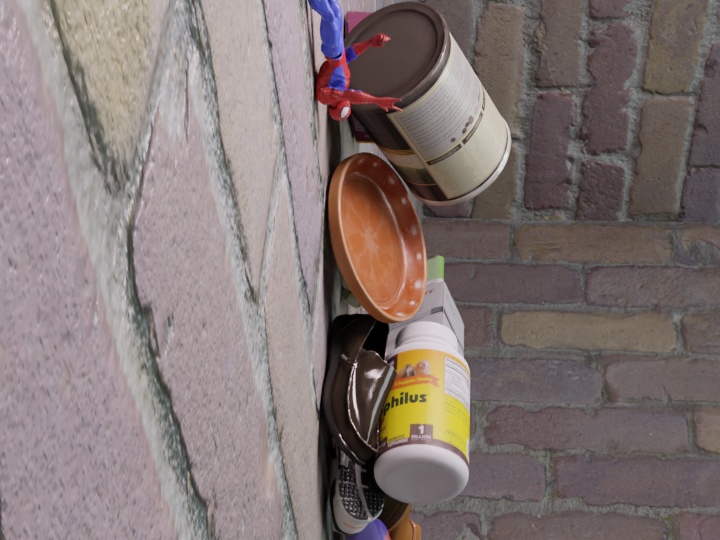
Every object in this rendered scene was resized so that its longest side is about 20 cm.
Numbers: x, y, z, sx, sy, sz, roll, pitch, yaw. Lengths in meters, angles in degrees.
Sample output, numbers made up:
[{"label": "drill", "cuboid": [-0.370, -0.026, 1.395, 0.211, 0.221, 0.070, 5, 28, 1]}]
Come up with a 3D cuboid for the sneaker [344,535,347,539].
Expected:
[{"label": "sneaker", "cuboid": [-0.001, 0.267, 1.581, 0.076, 0.075, 0.202, -12, 124, -40]}]

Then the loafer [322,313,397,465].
[{"label": "loafer", "cuboid": [0.003, 0.123, 1.395, 0.073, 0.071, 0.202, 45, 32, -42]}]

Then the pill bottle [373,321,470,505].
[{"label": "pill bottle", "cuboid": [0.074, 0.162, 1.439, 0.110, 0.108, 0.202, 86, 7, -48]}]

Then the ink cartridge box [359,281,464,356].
[{"label": "ink cartridge box", "cuboid": [0.062, 0.114, 1.661, 0.085, 0.144, 0.201, 62, 17, -22]}]

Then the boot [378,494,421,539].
[{"label": "boot", "cuboid": [0.044, 0.323, 1.565, 0.154, 0.073, 0.202, 19, 99, -59]}]

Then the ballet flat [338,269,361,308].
[{"label": "ballet flat", "cuboid": [0.000, 0.000, 1.555, 0.076, 0.067, 0.201, -60, 154, -31]}]

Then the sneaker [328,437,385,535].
[{"label": "sneaker", "cuboid": [-0.011, 0.221, 1.468, 0.080, 0.073, 0.202, 116, -15, -48]}]

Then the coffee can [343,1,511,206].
[{"label": "coffee can", "cuboid": [0.074, -0.190, 1.435, 0.200, 0.145, 0.148, 48, 38, -48]}]

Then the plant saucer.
[{"label": "plant saucer", "cuboid": [0.017, -0.037, 1.444, 0.200, 0.032, 0.203, 35, 47, -49]}]

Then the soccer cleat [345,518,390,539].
[{"label": "soccer cleat", "cuboid": [0.000, 0.391, 1.438, 0.076, 0.066, 0.203, 134, -30, -83]}]

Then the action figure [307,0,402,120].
[{"label": "action figure", "cuboid": [-0.003, -0.232, 1.229, 0.066, 0.097, 0.202, -82, 174, -45]}]

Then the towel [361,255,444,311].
[{"label": "towel", "cuboid": [0.064, 0.087, 1.819, 0.031, 0.148, 0.202, 38, 47, -44]}]

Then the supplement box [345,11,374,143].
[{"label": "supplement box", "cuboid": [0.028, -0.248, 1.621, 0.200, 0.084, 0.112, 68, 24, -77]}]
